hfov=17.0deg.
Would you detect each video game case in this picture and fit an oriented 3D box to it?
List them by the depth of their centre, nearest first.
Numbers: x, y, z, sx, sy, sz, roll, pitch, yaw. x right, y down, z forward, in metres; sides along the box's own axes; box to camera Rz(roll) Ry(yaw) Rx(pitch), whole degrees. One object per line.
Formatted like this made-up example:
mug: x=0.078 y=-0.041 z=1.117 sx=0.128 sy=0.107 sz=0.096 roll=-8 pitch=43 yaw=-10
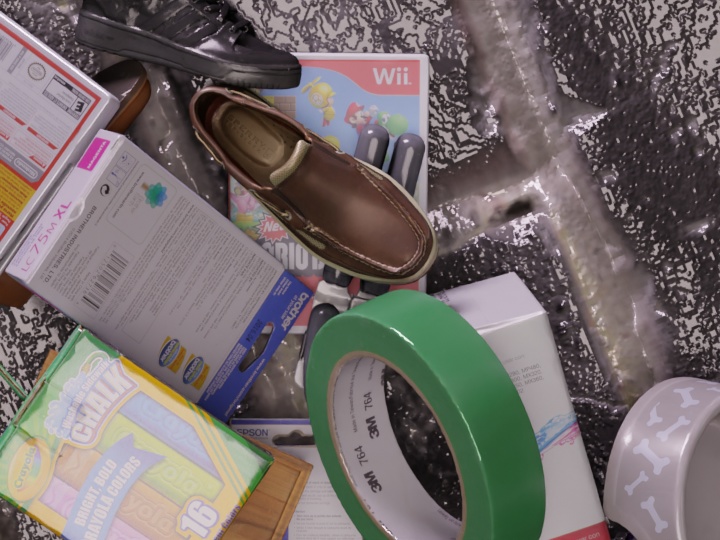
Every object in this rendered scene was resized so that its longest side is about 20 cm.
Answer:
video game case: x=-0.274 y=-0.072 z=1.666 sx=0.143 sy=0.017 sz=0.200 roll=36 pitch=91 yaw=26
video game case: x=-0.023 y=-0.054 z=1.720 sx=0.142 sy=0.017 sz=0.201 roll=0 pitch=97 yaw=0

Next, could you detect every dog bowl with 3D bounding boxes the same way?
dog bowl: x=0.255 y=0.171 z=1.676 sx=0.059 sy=0.200 sz=0.201 roll=-10 pitch=100 yaw=45

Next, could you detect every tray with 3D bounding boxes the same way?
tray: x=-0.143 y=0.140 z=1.671 sx=0.199 sy=0.037 sz=0.099 roll=24 pitch=84 yaw=-6

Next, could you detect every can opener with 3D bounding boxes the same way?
can opener: x=0.000 y=0.000 z=1.684 sx=0.053 sy=0.067 sz=0.201 roll=14 pitch=98 yaw=-3

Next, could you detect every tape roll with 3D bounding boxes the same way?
tape roll: x=0.040 y=0.114 z=1.592 sx=0.048 sy=0.200 sz=0.201 roll=-24 pitch=98 yaw=-30

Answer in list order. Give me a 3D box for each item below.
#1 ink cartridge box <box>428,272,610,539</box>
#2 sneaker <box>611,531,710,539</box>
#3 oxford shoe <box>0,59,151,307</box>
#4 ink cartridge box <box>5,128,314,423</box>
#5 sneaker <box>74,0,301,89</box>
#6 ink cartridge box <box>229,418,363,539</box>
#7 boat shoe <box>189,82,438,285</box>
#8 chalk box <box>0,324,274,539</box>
ink cartridge box: x=0.106 y=0.116 z=1.670 sx=0.082 sy=0.146 sz=0.201 roll=-17 pitch=102 yaw=-2
sneaker: x=0.159 y=0.222 z=1.731 sx=0.200 sy=0.074 sz=0.088 roll=-41 pitch=91 yaw=5
oxford shoe: x=-0.206 y=-0.061 z=1.703 sx=0.071 sy=0.071 sz=0.200 roll=36 pitch=97 yaw=-32
ink cartridge box: x=-0.135 y=0.007 z=1.656 sx=0.200 sy=0.042 sz=0.120 roll=39 pitch=80 yaw=-33
sneaker: x=-0.129 y=-0.195 z=1.672 sx=0.199 sy=0.060 sz=0.105 roll=14 pitch=100 yaw=12
ink cartridge box: x=-0.047 y=0.201 z=1.742 sx=0.099 sy=0.039 sz=0.201 roll=1 pitch=99 yaw=-1
boat shoe: x=-0.039 y=-0.059 z=1.639 sx=0.202 sy=0.075 sz=0.075 roll=33 pitch=90 yaw=18
chalk box: x=-0.175 y=0.119 z=1.590 sx=0.200 sy=0.124 sz=0.124 roll=34 pitch=83 yaw=-3
